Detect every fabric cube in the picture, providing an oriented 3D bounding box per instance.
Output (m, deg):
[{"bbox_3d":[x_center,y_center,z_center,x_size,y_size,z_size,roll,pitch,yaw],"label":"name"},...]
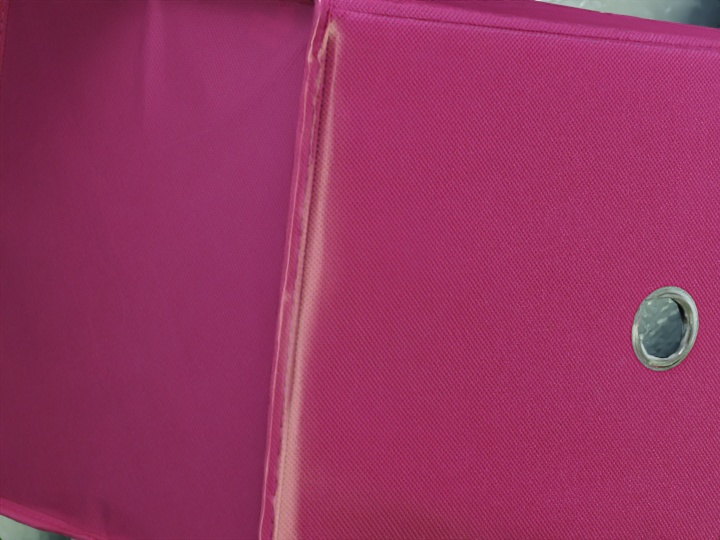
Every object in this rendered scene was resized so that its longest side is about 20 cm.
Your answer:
[{"bbox_3d":[0.000,0.000,0.993,0.199,0.200,0.197,3,98,-38],"label":"fabric cube"}]

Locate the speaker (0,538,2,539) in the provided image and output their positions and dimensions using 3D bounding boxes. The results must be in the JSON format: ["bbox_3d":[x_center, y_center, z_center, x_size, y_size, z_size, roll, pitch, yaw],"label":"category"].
[{"bbox_3d":[-0.144,0.149,1.033,0.088,0.200,0.089,-19,131,-24],"label":"speaker"}]

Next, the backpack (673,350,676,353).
[{"bbox_3d":[0.196,0.106,1.288,0.200,0.147,0.183,-49,135,10],"label":"backpack"}]

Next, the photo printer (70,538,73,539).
[{"bbox_3d":[-0.029,0.120,1.190,0.200,0.069,0.167,-8,127,-31],"label":"photo printer"}]
